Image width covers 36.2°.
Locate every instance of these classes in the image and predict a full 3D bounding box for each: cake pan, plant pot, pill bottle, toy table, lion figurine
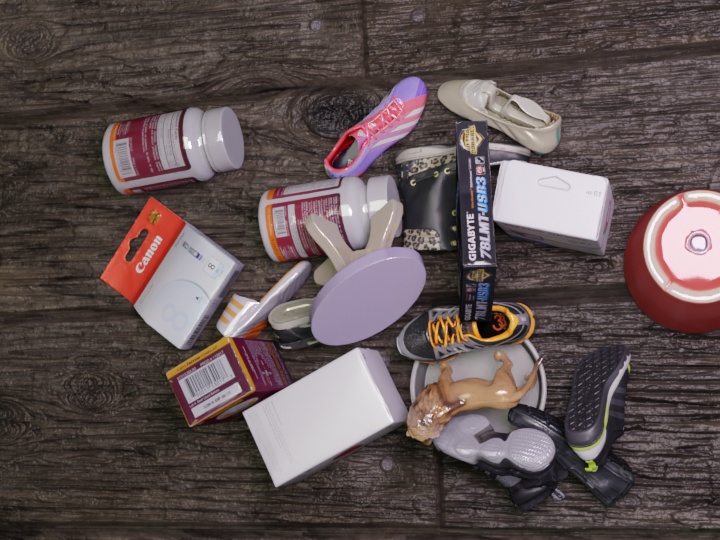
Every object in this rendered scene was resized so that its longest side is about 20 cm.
[{"bbox_3d":[0.171,0.169,1.585,0.197,0.037,0.204,-2,84,15],"label":"cake pan"},{"bbox_3d":[0.445,-0.022,1.457,0.197,0.177,0.204,-2,83,15],"label":"plant pot"},{"bbox_3d":[-0.044,-0.080,1.631,0.196,0.109,0.112,-8,82,15],"label":"pill bottle"},{"bbox_3d":[-0.288,-0.189,1.708,0.196,0.114,0.116,-8,82,14],"label":"pill bottle"},{"bbox_3d":[0.000,0.000,1.544,0.199,0.183,0.118,-32,47,23],"label":"toy table"},{"bbox_3d":[0.156,0.169,1.497,0.197,0.123,0.073,-21,107,22],"label":"lion figurine"}]

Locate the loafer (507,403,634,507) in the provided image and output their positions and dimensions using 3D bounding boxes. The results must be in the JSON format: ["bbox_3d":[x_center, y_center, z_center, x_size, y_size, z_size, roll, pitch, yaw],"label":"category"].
[{"bbox_3d":[0.282,0.255,1.513,0.199,0.068,0.071,33,102,-3],"label":"loafer"}]

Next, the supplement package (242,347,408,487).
[{"bbox_3d":[-0.047,0.212,1.597,0.198,0.121,0.121,-30,77,11],"label":"supplement package"}]

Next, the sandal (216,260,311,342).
[{"bbox_3d":[-0.160,0.050,1.673,0.207,0.079,0.059,-46,74,-2],"label":"sandal"}]

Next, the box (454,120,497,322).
[{"bbox_3d":[0.149,-0.060,1.440,0.049,0.201,0.202,-3,68,3],"label":"box"}]

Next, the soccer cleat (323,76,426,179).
[{"bbox_3d":[0.023,-0.211,1.643,0.200,0.076,0.067,-45,75,7],"label":"soccer cleat"}]

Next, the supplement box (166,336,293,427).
[{"bbox_3d":[-0.184,0.161,1.598,0.109,0.200,0.087,-29,79,10],"label":"supplement box"}]

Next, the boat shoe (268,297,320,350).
[{"bbox_3d":[-0.035,0.075,1.647,0.196,0.072,0.069,-11,120,7],"label":"boat shoe"}]

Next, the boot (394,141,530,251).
[{"bbox_3d":[0.149,-0.106,1.605,0.200,0.073,0.157,-2,88,15],"label":"boot"}]

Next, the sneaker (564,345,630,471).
[{"bbox_3d":[0.325,0.188,1.497,0.071,0.201,0.083,-8,124,38],"label":"sneaker"}]

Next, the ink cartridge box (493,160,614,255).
[{"bbox_3d":[0.266,-0.083,1.499,0.142,0.200,0.086,12,87,16],"label":"ink cartridge box"}]

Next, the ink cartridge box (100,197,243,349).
[{"bbox_3d":[-0.304,0.001,1.727,0.199,0.047,0.161,35,94,14],"label":"ink cartridge box"}]

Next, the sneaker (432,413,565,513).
[{"bbox_3d":[0.189,0.269,1.508,0.198,0.075,0.115,5,129,44],"label":"sneaker"}]

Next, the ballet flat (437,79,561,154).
[{"bbox_3d":[0.204,-0.240,1.600,0.198,0.069,0.070,27,92,13],"label":"ballet flat"}]

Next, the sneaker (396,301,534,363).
[{"bbox_3d":[0.142,0.081,1.543,0.197,0.077,0.080,-15,82,15],"label":"sneaker"}]
